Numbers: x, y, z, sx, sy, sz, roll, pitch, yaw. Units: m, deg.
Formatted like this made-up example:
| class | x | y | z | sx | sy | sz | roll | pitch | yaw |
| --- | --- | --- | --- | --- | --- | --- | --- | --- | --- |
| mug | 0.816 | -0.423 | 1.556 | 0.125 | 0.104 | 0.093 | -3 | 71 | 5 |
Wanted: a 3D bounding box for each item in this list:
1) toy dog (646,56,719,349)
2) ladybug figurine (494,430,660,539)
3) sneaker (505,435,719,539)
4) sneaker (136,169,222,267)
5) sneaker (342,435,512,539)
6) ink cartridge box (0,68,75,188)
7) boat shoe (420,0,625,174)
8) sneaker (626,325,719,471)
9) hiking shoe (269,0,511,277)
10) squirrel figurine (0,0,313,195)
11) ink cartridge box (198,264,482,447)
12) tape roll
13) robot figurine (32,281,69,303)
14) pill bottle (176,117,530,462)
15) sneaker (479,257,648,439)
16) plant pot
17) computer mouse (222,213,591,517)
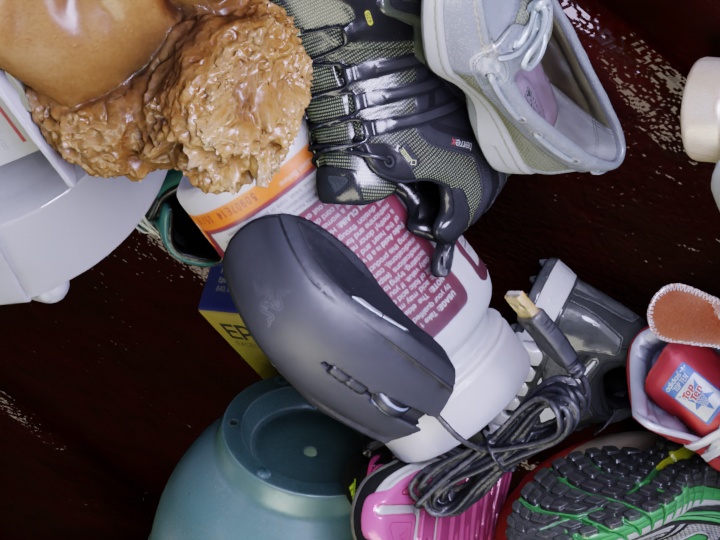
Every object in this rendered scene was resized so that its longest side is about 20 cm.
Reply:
| class | x | y | z | sx | sy | sz | roll | pitch | yaw |
| --- | --- | --- | --- | --- | --- | --- | --- | --- | --- |
| toy dog | 0.195 | 0.000 | 1.087 | 0.131 | 0.096 | 0.201 | -11 | 111 | 39 |
| ladybug figurine | 0.148 | 0.161 | 1.441 | 0.072 | 0.137 | 0.199 | 15 | -173 | 40 |
| sneaker | 0.167 | 0.149 | 1.346 | 0.078 | 0.199 | 0.086 | 28 | 120 | 49 |
| sneaker | -0.111 | -0.044 | 1.404 | 0.071 | 0.080 | 0.199 | 41 | 153 | -26 |
| sneaker | 0.023 | 0.136 | 1.371 | 0.087 | 0.074 | 0.200 | 8 | -175 | 20 |
| ink cartridge box | -0.202 | -0.134 | 1.185 | 0.066 | 0.201 | 0.116 | -20 | 138 | 12 |
| boat shoe | 0.078 | -0.106 | 1.106 | 0.064 | 0.075 | 0.202 | 10 | 154 | 22 |
| sneaker | 0.221 | 0.092 | 1.254 | 0.112 | 0.071 | 0.200 | 33 | -178 | -42 |
| hiking shoe | 0.003 | -0.086 | 1.181 | 0.200 | 0.101 | 0.075 | 41 | 152 | -26 |
| squirrel figurine | -0.082 | -0.138 | 1.101 | 0.185 | 0.142 | 0.201 | -15 | 104 | 16 |
| ink cartridge box | -0.008 | 0.043 | 1.513 | 0.197 | 0.047 | 0.200 | 4 | 148 | 44 |
| tape roll | -0.205 | -0.082 | 1.287 | 0.201 | 0.203 | 0.071 | 18 | 154 | 21 |
| robot figurine | -0.212 | -0.066 | 1.411 | 0.199 | 0.112 | 0.171 | 10 | 114 | 56 |
| pill bottle | 0.000 | 0.000 | 1.285 | 0.200 | 0.114 | 0.114 | 53 | 149 | -16 |
| sneaker | 0.126 | 0.072 | 1.391 | 0.090 | 0.067 | 0.201 | 25 | 150 | 8 |
| plant pot | -0.038 | 0.154 | 1.514 | 0.199 | 0.200 | 0.135 | 21 | 129 | 14 |
| computer mouse | 0.024 | 0.041 | 1.206 | 0.140 | 0.046 | 0.200 | -33 | 106 | 30 |
